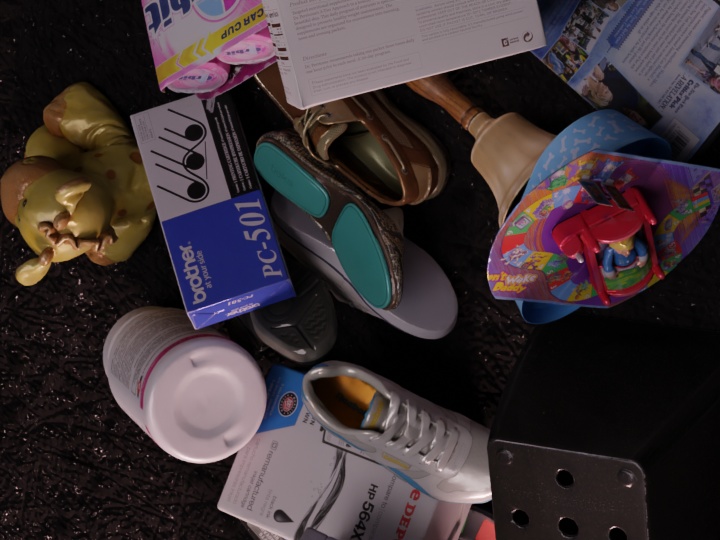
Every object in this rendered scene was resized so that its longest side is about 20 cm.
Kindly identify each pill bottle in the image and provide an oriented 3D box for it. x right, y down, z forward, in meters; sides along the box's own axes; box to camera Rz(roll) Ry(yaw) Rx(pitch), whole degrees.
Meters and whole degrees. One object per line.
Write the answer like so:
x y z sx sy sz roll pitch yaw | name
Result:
-0.168 0.097 1.706 0.200 0.113 0.114 26 132 66 | pill bottle

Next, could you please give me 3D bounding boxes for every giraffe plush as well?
-0.263 -0.064 1.713 0.199 0.162 0.173 15 118 28 | giraffe plush

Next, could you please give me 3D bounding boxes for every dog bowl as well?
0.171 -0.044 1.463 0.050 0.111 0.201 50 142 30 | dog bowl

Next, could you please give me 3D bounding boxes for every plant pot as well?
0.206 0.168 1.499 0.199 0.177 0.201 6 115 30 | plant pot

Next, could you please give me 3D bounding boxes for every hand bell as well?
0.089 -0.129 1.516 0.200 0.104 0.104 46 130 24 | hand bell

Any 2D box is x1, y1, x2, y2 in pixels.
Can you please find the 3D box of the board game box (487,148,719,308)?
0.194 -0.015 1.414 0.158 0.199 0.039 -56 43 34 | board game box

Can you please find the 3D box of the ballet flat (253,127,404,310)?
-0.009 -0.053 1.595 0.200 0.075 0.068 48 136 22 | ballet flat

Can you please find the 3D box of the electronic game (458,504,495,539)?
0.075 0.305 1.698 0.199 0.042 0.201 2 98 14 | electronic game

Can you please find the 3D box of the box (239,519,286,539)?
-0.018 0.270 1.782 0.137 0.040 0.200 -39 87 38 | box

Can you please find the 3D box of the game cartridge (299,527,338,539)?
0.018 0.286 1.597 0.129 0.038 0.200 26 162 19 | game cartridge

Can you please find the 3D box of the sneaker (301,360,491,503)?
0.038 0.139 1.569 0.199 0.081 0.077 22 83 16 | sneaker

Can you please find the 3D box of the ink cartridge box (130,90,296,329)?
-0.130 -0.058 1.622 0.094 0.044 0.201 -18 67 -1 | ink cartridge box

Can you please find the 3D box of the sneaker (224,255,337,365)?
-0.071 0.045 1.665 0.199 0.076 0.115 35 155 47 | sneaker

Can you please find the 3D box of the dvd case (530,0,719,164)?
0.214 -0.184 1.433 0.200 0.018 0.143 43 127 11 | dvd case

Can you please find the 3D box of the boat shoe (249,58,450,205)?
-0.015 -0.127 1.576 0.200 0.074 0.076 37 126 14 | boat shoe

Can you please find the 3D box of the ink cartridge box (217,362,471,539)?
-0.006 0.186 1.664 0.199 0.084 0.147 18 83 25 | ink cartridge box

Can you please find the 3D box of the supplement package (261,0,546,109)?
0.015 -0.243 1.394 0.190 0.147 0.201 -15 99 -5 | supplement package

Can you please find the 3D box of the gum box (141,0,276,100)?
-0.101 -0.233 1.564 0.200 0.066 0.114 -24 71 39 | gum box

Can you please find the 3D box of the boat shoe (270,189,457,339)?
0.000 0.000 1.638 0.200 0.071 0.070 35 151 12 | boat shoe
